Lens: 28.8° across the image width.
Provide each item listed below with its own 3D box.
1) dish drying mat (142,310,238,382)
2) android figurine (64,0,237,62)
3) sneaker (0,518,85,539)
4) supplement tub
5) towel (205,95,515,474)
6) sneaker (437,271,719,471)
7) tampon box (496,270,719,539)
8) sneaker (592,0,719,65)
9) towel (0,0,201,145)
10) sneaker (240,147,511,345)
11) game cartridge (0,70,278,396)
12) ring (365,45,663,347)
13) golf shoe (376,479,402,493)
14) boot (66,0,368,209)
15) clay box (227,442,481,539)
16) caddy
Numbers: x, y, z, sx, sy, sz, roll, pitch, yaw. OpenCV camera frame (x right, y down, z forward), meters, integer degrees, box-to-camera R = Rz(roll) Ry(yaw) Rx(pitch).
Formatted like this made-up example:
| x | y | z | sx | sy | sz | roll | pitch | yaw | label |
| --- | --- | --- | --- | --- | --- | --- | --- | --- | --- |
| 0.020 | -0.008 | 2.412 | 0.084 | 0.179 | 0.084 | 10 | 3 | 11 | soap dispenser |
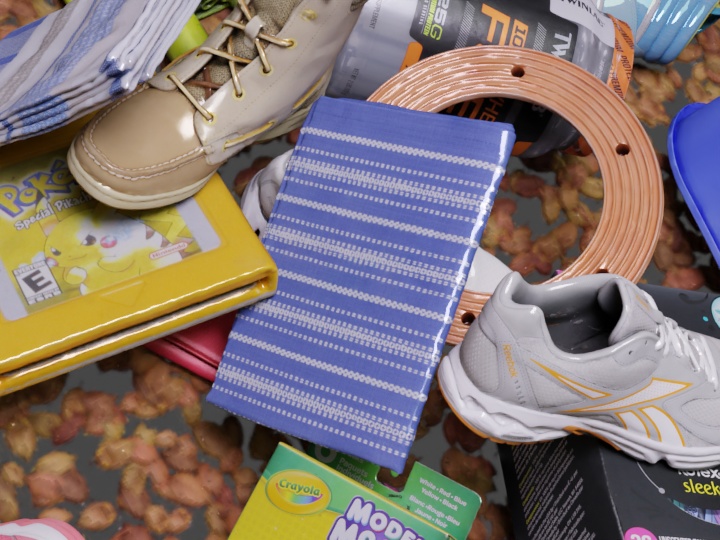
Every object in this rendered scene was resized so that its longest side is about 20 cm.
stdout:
| x | y | z | sx | sy | sz | roll | pitch | yaw | label |
| --- | --- | --- | --- | --- | --- | --- | --- | --- | --- |
| -0.132 | 0.006 | 0.866 | 0.199 | 0.018 | 0.077 | 28 | 60 | -6 | dish drying mat |
| -0.132 | -0.231 | 0.949 | 0.181 | 0.041 | 0.201 | -27 | 81 | -25 | android figurine |
| -0.232 | 0.159 | 0.692 | 0.198 | 0.087 | 0.075 | -10 | 88 | 19 | sneaker |
| 0.073 | -0.149 | 0.938 | 0.198 | 0.123 | 0.124 | 14 | 66 | -12 | supplement tub |
| 0.000 | 0.000 | 0.793 | 0.024 | 0.144 | 0.202 | 31 | 76 | -53 | towel |
| 0.145 | 0.047 | 0.732 | 0.198 | 0.092 | 0.076 | 4 | 45 | -20 | sneaker |
| 0.176 | 0.121 | 0.831 | 0.148 | 0.127 | 0.201 | 8 | 46 | -16 | tampon box |
| 0.214 | -0.242 | 1.048 | 0.129 | 0.080 | 0.202 | 14 | 75 | -10 | sneaker |
| -0.166 | -0.124 | 0.790 | 0.024 | 0.199 | 0.148 | 51 | 43 | -28 | towel |
| 0.021 | -0.015 | 0.893 | 0.198 | 0.081 | 0.076 | 25 | 62 | -9 | sneaker |
| -0.167 | -0.035 | 0.819 | 0.175 | 0.033 | 0.201 | -20 | 55 | -21 | game cartridge |
| 0.080 | -0.044 | 0.838 | 0.198 | 0.019 | 0.203 | -2 | 66 | 4 | ring |
| 0.036 | 0.186 | 0.806 | 0.200 | 0.092 | 0.073 | 41 | 86 | 3 | golf shoe |
| -0.067 | -0.123 | 0.782 | 0.199 | 0.156 | 0.073 | -30 | 74 | -42 | boot |
| -0.027 | 0.185 | 0.760 | 0.114 | 0.048 | 0.201 | 23 | 81 | 24 | clay box |
| 0.293 | -0.042 | 0.982 | 0.140 | 0.105 | 0.202 | -7 | 66 | -42 | caddy |
